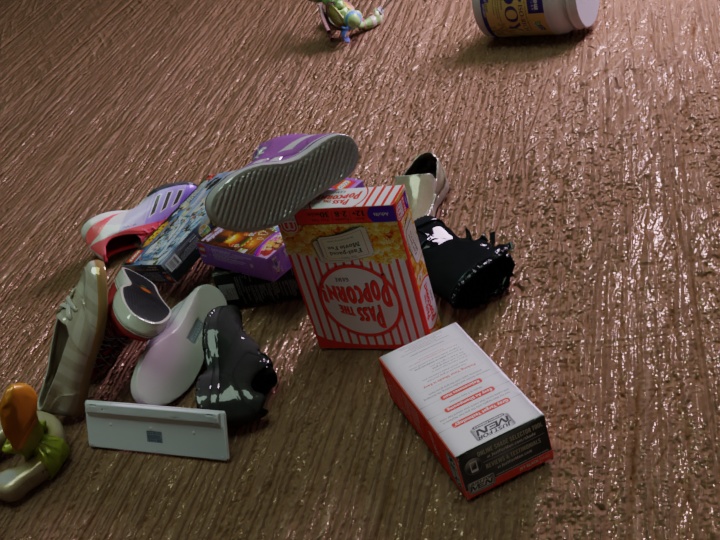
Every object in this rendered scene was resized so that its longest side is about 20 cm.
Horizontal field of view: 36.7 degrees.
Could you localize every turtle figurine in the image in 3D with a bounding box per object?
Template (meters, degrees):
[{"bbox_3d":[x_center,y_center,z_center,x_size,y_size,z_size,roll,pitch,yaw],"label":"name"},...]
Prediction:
[{"bbox_3d":[-0.019,-0.570,2.254,0.143,0.201,0.194,7,13,-30],"label":"turtle figurine"}]

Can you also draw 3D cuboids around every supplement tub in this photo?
[{"bbox_3d":[0.317,-0.497,1.961,0.199,0.146,0.145,5,37,33],"label":"supplement tub"}]

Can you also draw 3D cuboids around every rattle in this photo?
[{"bbox_3d":[-0.443,0.176,1.270,0.200,0.143,0.130,26,69,41],"label":"rattle"}]

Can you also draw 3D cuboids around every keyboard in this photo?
[{"bbox_3d":[-0.234,0.181,1.233,0.199,0.057,0.011,1,15,28],"label":"keyboard"}]

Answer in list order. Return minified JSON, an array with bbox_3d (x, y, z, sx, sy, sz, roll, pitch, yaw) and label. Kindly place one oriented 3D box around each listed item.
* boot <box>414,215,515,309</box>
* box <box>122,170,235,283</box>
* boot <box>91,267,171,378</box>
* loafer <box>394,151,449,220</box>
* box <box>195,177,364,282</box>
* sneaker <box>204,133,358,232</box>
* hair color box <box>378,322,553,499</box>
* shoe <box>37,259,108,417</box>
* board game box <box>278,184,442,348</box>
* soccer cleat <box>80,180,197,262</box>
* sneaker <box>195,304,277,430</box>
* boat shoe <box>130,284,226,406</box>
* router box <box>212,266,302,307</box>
[{"bbox_3d":[0.081,0.007,1.344,0.198,0.074,0.162,-31,37,-23],"label":"boot"},{"bbox_3d":[-0.242,-0.064,1.571,0.200,0.040,0.137,-50,26,-24],"label":"box"},{"bbox_3d":[-0.304,0.088,1.351,0.145,0.072,0.200,-59,19,3],"label":"boot"},{"bbox_3d":[0.071,-0.099,1.516,0.075,0.069,0.200,-4,33,21],"label":"loafer"},{"bbox_3d":[-0.103,-0.065,1.453,0.136,0.039,0.200,13,42,39],"label":"box"},{"bbox_3d":[-0.109,-0.102,1.226,0.200,0.073,0.114,-26,27,-34],"label":"sneaker"},{"bbox_3d":[0.104,0.139,1.124,0.101,0.062,0.200,-23,30,-10],"label":"hair color box"},{"bbox_3d":[-0.346,0.083,1.311,0.053,0.201,0.070,8,11,-29],"label":"shoe"},{"bbox_3d":[0.000,0.000,1.264,0.151,0.201,0.046,-2,34,25],"label":"board game box"},{"bbox_3d":[-0.333,-0.075,1.699,0.199,0.068,0.073,-26,55,-21],"label":"soccer cleat"},{"bbox_3d":[-0.143,0.115,1.290,0.090,0.076,0.201,-8,40,2],"label":"sneaker"},{"bbox_3d":[-0.238,0.097,1.364,0.068,0.072,0.201,-29,30,41],"label":"boat shoe"},{"bbox_3d":[-0.105,-0.034,1.506,0.149,0.062,0.200,-9,32,16],"label":"router box"}]
